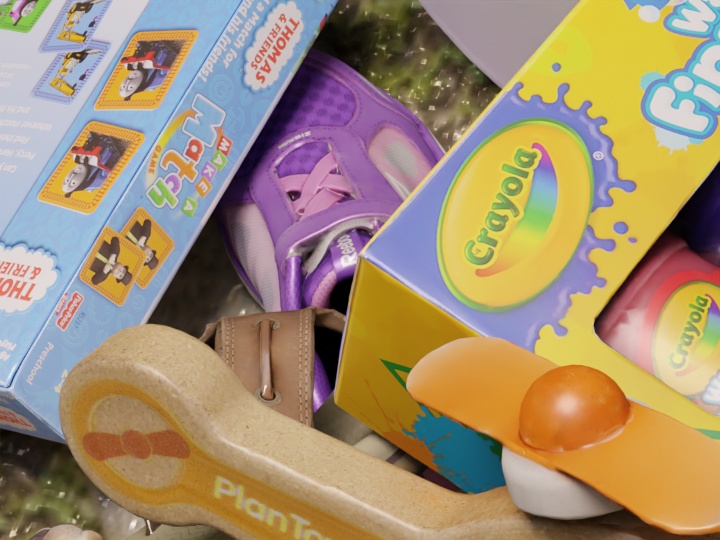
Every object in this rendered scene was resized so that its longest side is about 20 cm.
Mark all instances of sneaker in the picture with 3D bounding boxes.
[{"bbox_3d":[0.000,0.000,0.827,0.080,0.089,0.200,-25,56,3],"label":"sneaker"}]

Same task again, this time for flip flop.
[{"bbox_3d":[-0.034,0.047,0.694,0.200,0.081,0.058,-37,97,-26],"label":"flip flop"}]

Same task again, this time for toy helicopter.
[{"bbox_3d":[0.020,0.061,0.592,0.200,0.132,0.079,26,44,18],"label":"toy helicopter"}]

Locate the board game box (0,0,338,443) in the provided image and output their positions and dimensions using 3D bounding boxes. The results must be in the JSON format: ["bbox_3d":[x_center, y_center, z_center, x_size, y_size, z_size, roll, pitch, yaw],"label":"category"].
[{"bbox_3d":[-0.097,-0.045,0.879,0.151,0.037,0.200,8,61,48],"label":"board game box"}]

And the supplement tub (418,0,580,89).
[{"bbox_3d":[0.109,-0.151,0.837,0.200,0.146,0.145,-40,58,-15],"label":"supplement tub"}]

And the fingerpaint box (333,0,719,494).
[{"bbox_3d":[0.118,-0.008,0.669,0.167,0.073,0.200,34,60,15],"label":"fingerpaint box"}]

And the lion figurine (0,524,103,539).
[{"bbox_3d":[-0.171,0.068,0.797,0.073,0.200,0.122,-59,35,4],"label":"lion figurine"}]
